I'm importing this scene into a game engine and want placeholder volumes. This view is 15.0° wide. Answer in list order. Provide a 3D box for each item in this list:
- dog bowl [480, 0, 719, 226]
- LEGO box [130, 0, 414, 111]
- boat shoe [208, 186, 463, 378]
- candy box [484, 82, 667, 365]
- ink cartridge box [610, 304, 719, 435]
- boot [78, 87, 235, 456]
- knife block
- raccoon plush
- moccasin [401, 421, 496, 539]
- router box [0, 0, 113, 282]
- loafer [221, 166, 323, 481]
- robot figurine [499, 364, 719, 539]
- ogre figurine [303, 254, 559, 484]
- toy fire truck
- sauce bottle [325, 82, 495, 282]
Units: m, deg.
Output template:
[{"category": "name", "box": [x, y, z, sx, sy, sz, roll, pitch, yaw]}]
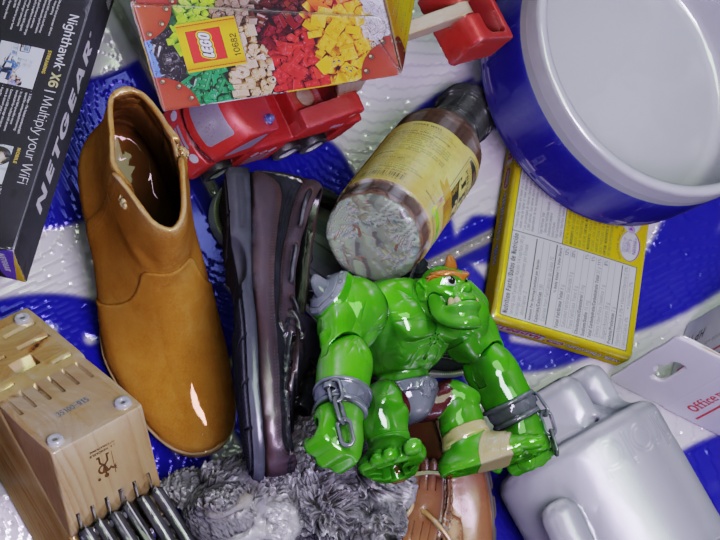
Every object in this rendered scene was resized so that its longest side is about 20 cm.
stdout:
[{"category": "dog bowl", "box": [0.179, -0.133, 1.778, 0.199, 0.079, 0.201, 9, 71, -27]}, {"category": "LEGO box", "box": [-0.045, -0.188, 1.661, 0.148, 0.077, 0.200, -8, 32, 12]}, {"category": "boat shoe", "box": [0.001, -0.002, 1.713, 0.199, 0.066, 0.075, 37, 64, -6]}, {"category": "candy box", "box": [0.141, -0.045, 1.798, 0.102, 0.026, 0.201, 16, 69, -15]}, {"category": "ink cartridge box", "box": [0.276, 0.071, 1.761, 0.199, 0.116, 0.067, 26, 67, -11]}, {"category": "boot", "box": [-0.119, 0.003, 1.615, 0.071, 0.144, 0.202, -18, 78, -16]}, {"category": "knife block", "box": [-0.164, 0.139, 1.622, 0.064, 0.176, 0.200, -27, 39, -26]}, {"category": "raccoon plush", "box": [-0.042, 0.092, 1.637, 0.134, 0.097, 0.201, 22, 63, -31]}, {"category": "moccasin", "box": [0.038, 0.164, 1.676, 0.077, 0.074, 0.202, -1, 84, -29]}, {"category": "router box", "box": [-0.248, -0.107, 1.635, 0.157, 0.052, 0.201, 13, 69, 8]}, {"category": "loafer", "box": [-0.044, 0.026, 1.589, 0.063, 0.072, 0.201, -2, 60, -8]}, {"category": "robot figurine", "box": [0.162, 0.160, 1.693, 0.201, 0.113, 0.169, 60, 31, 5]}, {"category": "ogre figurine", "box": [0.032, 0.059, 1.581, 0.199, 0.098, 0.120, -5, 71, -31]}, {"category": "toy fire truck", "box": [-0.015, -0.121, 1.696, 0.200, 0.141, 0.049, -18, 78, -47]}, {"category": "sauce bottle", "box": [0.039, -0.062, 1.704, 0.065, 0.065, 0.200, 42, 35, -3]}]
